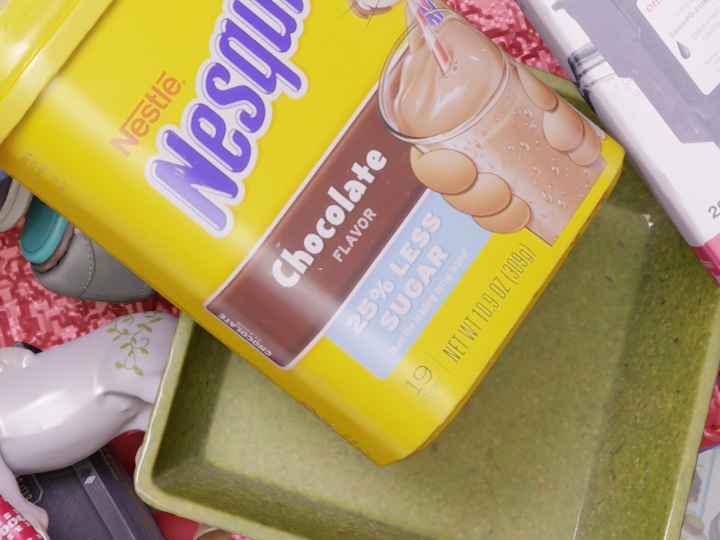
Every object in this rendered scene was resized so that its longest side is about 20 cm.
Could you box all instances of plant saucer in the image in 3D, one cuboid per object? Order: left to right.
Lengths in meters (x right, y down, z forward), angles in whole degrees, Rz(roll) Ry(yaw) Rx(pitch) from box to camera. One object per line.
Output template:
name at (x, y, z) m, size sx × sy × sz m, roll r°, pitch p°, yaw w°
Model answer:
plant saucer at (0.030, 0.021, 1.076) m, size 0.199 × 0.048 × 0.201 m, roll 19°, pitch 74°, yaw -12°

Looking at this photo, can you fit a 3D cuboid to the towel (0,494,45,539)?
towel at (-0.179, 0.108, 1.087) m, size 0.200 × 0.022 × 0.145 m, roll 42°, pitch 131°, yaw 21°

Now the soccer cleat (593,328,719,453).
soccer cleat at (0.120, 0.045, 1.130) m, size 0.199 × 0.073 × 0.068 m, roll -33°, pitch 123°, yaw -6°

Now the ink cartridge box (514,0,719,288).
ink cartridge box at (0.144, -0.096, 1.042) m, size 0.144 × 0.084 × 0.200 m, roll -36°, pitch 90°, yaw 4°

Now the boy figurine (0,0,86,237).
boy figurine at (-0.111, -0.076, 1.088) m, size 0.199 × 0.064 × 0.125 m, roll -22°, pitch 92°, yaw 4°

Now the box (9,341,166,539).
box at (-0.168, 0.149, 1.159) m, size 0.200 × 0.048 × 0.159 m, roll -35°, pitch 69°, yaw 4°

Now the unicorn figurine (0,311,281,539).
unicorn figurine at (-0.125, 0.056, 1.113) m, size 0.199 × 0.074 × 0.138 m, roll -8°, pitch 49°, yaw -15°

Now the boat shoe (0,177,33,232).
boat shoe at (-0.170, -0.113, 1.150) m, size 0.065 × 0.072 × 0.201 m, roll -4°, pitch 84°, yaw -36°

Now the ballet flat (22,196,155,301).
ballet flat at (-0.079, -0.085, 1.163) m, size 0.063 × 0.067 × 0.201 m, roll 14°, pitch 95°, yaw -25°

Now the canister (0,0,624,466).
canister at (-0.026, -0.048, 1.003) m, size 0.200 × 0.087 × 0.149 m, roll 38°, pitch 72°, yaw -8°

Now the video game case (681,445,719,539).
video game case at (0.164, 0.135, 1.179) m, size 0.199 × 0.018 × 0.144 m, roll -5°, pitch 93°, yaw 4°
